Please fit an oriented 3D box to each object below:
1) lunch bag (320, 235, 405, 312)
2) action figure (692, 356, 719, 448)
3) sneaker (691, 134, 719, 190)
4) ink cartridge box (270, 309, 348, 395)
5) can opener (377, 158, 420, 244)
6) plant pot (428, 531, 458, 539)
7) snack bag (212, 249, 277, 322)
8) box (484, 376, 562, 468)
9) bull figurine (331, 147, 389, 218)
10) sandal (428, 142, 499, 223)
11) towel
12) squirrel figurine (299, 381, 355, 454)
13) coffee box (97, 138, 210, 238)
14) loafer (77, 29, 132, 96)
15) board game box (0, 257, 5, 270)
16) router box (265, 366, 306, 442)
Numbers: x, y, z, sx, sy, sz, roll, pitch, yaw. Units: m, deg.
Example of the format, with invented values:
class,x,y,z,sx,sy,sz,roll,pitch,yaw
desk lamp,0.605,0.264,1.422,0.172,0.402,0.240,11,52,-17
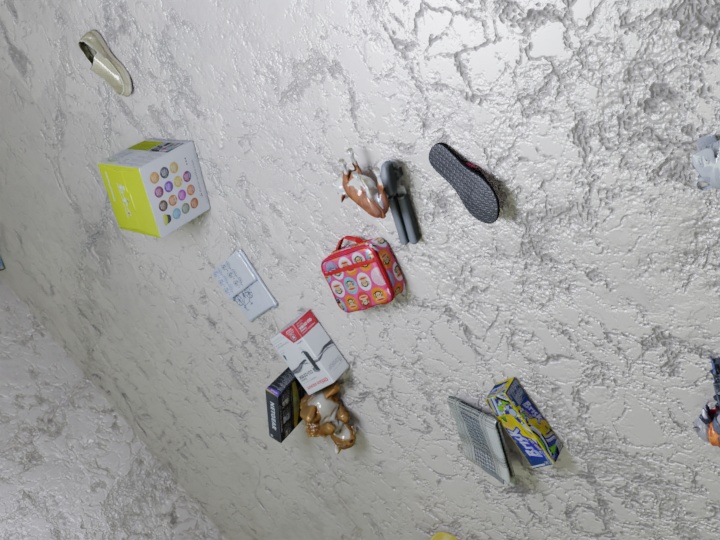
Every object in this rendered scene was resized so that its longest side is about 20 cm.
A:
class,x,y,z,sx,sy,sz,roll,pitch,yaw
lunch bag,0.000,0.000,1.554,0.197,0.081,0.180,-16,103,44
action figure,0.678,0.253,1.127,0.190,0.105,0.204,-21,105,36
sneaker,0.552,-0.201,0.941,0.112,0.075,0.205,8,126,33
ink cartridge box,-0.145,0.236,1.829,0.202,0.084,0.143,53,137,-4
can opener,0.078,-0.146,1.398,0.051,0.067,0.205,0,122,38
plant pot,0.224,0.884,1.877,0.196,0.188,0.206,22,131,27
snack bag,-0.350,0.054,1.927,0.187,0.021,0.203,-29,97,47
box,0.376,0.351,1.476,0.202,0.064,0.070,55,138,-3
bull figurine,-0.004,-0.185,1.388,0.199,0.064,0.124,38,155,45
sandal,0.214,-0.180,1.277,0.202,0.044,0.076,52,135,20
towel,0.293,0.420,1.572,0.191,0.034,0.205,16,131,58
squirrel figurine,-0.093,0.447,1.918,0.188,0.142,0.198,50,153,-16
coffee box,-0.573,-0.235,1.791,0.195,0.197,0.205,12,125,33
loafer,-0.711,-0.565,1.780,0.202,0.068,0.075,54,137,-3
board game box,-1.738,-0.092,2.986,0.195,0.061,0.206,17,128,32
router box,-0.216,0.394,1.944,0.051,0.157,0.205,21,130,25
